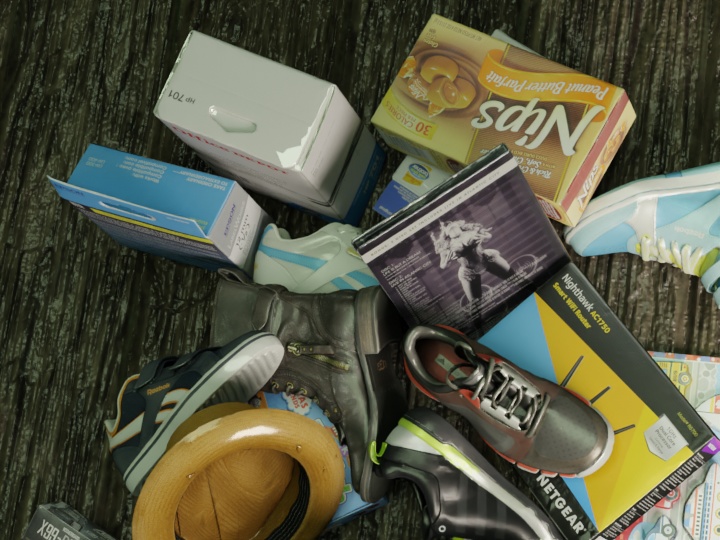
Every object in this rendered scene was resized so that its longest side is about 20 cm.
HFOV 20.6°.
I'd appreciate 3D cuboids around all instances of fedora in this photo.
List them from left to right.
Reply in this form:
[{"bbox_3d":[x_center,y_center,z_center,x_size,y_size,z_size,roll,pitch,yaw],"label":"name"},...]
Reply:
[{"bbox_3d":[-0.109,0.174,1.646,0.200,0.201,0.082,-32,44,3],"label":"fedora"}]

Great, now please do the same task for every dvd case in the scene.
[{"bbox_3d":[0.093,-0.006,1.660,0.148,0.200,0.016,-33,49,3],"label":"dvd case"}]

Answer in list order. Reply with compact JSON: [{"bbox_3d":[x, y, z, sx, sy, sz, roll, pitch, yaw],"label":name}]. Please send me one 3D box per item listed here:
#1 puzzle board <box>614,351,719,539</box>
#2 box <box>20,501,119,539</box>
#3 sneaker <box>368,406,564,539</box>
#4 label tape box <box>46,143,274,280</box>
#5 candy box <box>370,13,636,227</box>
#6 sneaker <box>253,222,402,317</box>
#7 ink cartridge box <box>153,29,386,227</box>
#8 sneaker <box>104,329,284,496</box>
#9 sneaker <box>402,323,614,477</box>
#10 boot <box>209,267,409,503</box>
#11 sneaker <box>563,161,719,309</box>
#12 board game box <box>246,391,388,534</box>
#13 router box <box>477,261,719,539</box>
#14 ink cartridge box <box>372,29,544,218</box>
[{"bbox_3d":[0.255,0.168,1.670,0.149,0.017,0.202,4,77,14],"label":"puzzle board"},{"bbox_3d":[-0.227,0.318,1.704,0.199,0.050,0.159,30,97,18],"label":"box"},{"bbox_3d":[0.087,0.200,1.645,0.200,0.072,0.083,44,81,-7],"label":"sneaker"},{"bbox_3d":[-0.170,-0.058,1.727,0.142,0.200,0.067,15,78,16],"label":"label tape box"},{"bbox_3d":[0.122,-0.131,1.707,0.199,0.055,0.116,26,80,27],"label":"candy box"},{"bbox_3d":[0.000,0.000,1.737,0.198,0.076,0.082,3,86,14],"label":"sneaker"},{"bbox_3d":[-0.074,-0.118,1.721,0.145,0.200,0.086,23,81,17],"label":"ink cartridge box"},{"bbox_3d":[-0.151,0.102,1.681,0.200,0.078,0.080,-45,67,25],"label":"sneaker"},{"bbox_3d":[0.111,0.106,1.616,0.199,0.082,0.077,27,84,20],"label":"sneaker"},{"bbox_3d":[-0.051,0.097,1.699,0.173,0.069,0.202,-2,89,25],"label":"boot"},{"bbox_3d":[0.278,-0.014,1.680,0.198,0.080,0.132,-15,72,9],"label":"sneaker"},{"bbox_3d":[-0.094,0.175,1.736,0.199,0.037,0.152,-26,72,6],"label":"board game box"},{"bbox_3d":[0.185,0.116,1.663,0.149,0.051,0.200,-41,63,6],"label":"router box"},{"bbox_3d":[0.114,-0.101,1.759,0.119,0.042,0.201,33,82,20],"label":"ink cartridge box"}]
